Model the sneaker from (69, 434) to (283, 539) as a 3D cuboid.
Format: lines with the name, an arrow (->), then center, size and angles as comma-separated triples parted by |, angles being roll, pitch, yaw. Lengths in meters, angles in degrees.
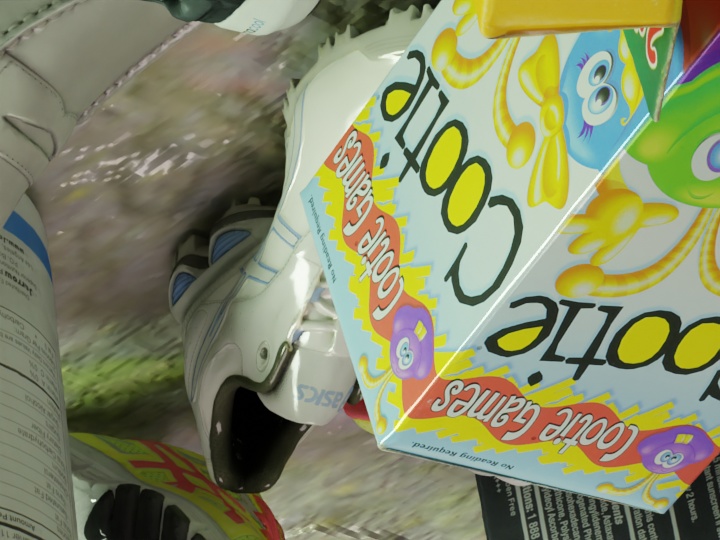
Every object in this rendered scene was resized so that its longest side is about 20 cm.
sneaker -> -0.055, 0.102, 1.023 | 0.090, 0.200, 0.078 | 1, 111, -35

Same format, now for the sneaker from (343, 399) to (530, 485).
sneaker -> 0.058, 0.013, 0.992 | 0.090, 0.078, 0.200 | 11, 143, -24

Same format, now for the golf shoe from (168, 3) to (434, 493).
golf shoe -> 0.000, 0.000, 0.928 | 0.078, 0.098, 0.200 | 13, 144, -18

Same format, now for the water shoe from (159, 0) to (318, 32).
water shoe -> -0.037, -0.114, 0.713 | 0.079, 0.072, 0.200 | 2, 155, -10

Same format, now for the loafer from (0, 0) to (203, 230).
loafer -> -0.112, -0.042, 0.844 | 0.200, 0.070, 0.070 | -32, 152, 8

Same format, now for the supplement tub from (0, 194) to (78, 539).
supplement tub -> -0.153, 0.071, 0.912 | 0.131, 0.201, 0.132 | -6, 148, -4

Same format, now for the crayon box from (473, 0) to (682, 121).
crayon box -> 0.045, -0.144, 0.670 | 0.051, 0.127, 0.200 | -5, 137, -7

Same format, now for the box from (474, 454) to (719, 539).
box -> 0.168, 0.143, 1.103 | 0.198, 0.201, 0.123 | -23, 145, 21

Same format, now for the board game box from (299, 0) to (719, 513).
board game box -> 0.085, -0.043, 0.800 | 0.103, 0.105, 0.200 | 14, 129, -31
